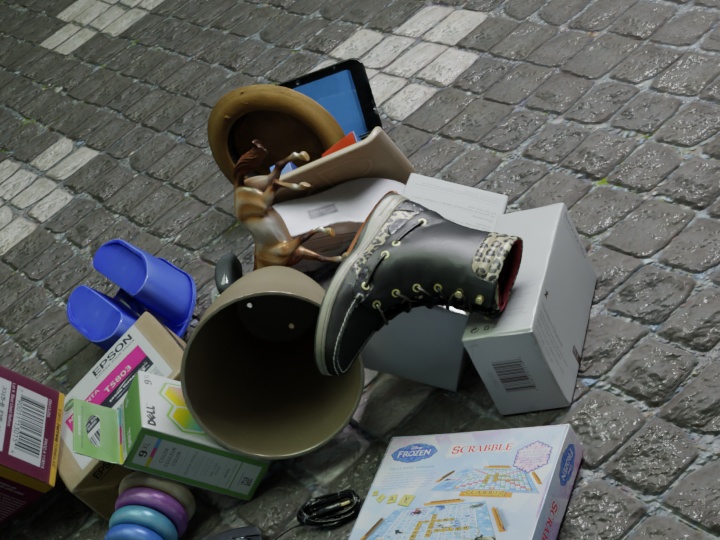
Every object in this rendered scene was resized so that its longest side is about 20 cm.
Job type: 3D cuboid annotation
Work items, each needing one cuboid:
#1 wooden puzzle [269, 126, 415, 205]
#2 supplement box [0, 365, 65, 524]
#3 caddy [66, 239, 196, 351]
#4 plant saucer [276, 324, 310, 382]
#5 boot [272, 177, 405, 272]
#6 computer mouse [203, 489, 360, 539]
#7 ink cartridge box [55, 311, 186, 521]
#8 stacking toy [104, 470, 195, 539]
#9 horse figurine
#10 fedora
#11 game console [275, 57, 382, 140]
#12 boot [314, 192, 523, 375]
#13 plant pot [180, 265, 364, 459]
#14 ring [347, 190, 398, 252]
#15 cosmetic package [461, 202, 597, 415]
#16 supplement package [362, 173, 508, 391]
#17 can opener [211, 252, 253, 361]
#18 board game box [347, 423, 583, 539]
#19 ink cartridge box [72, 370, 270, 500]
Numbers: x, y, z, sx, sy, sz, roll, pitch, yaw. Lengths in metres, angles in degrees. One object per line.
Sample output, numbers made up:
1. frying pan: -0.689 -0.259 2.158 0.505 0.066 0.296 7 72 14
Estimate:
1. wooden puzzle: -0.043 -0.111 1.866 0.200 0.185 0.046 -27 70 9
2. supplement box: -0.440 0.217 1.705 0.200 0.103 0.131 -36 40 33
3. caddy: -0.287 0.047 1.907 0.142 0.105 0.200 -59 35 -2
4. plant saucer: -0.136 0.109 1.752 0.200 0.030 0.200 -23 31 15
5. boot: -0.031 -0.053 1.851 0.199 0.096 0.074 -10 60 -10
6. computer mouse: -0.093 0.264 1.492 0.200 0.034 0.059 -27 30 4
7. ink cartridge box: -0.266 0.164 1.708 0.200 0.075 0.165 -48 34 -5
8. stacking toy: -0.237 0.305 1.516 0.085 0.085 0.200 -11 40 29
9. horse figurine: -0.098 -0.059 1.748 0.132 0.200 0.050 -18 15 27
10. fedora: -0.100 -0.176 1.965 0.200 0.201 0.082 -11 29 29
11. game console: -0.075 -0.174 2.032 0.200 0.117 0.176 -17 33 21
12. boot: 0.055 0.026 1.440 0.153 0.074 0.204 17 65 24
13. plant pot: -0.091 0.074 1.597 0.187 0.188 0.200 -25 19 8
14. ring: 0.000 0.000 1.713 0.201 0.019 0.201 -61 11 20
15. cosmetic package: 0.176 0.037 1.520 0.081 0.113 0.200 -10 38 29
16. supplement package: 0.078 0.010 1.598 0.117 0.118 0.200 15 44 9
17. can opener: -0.156 0.058 1.761 0.053 0.067 0.200 -25 35 9
18. board game box: 0.088 0.233 1.376 0.200 0.041 0.200 -8 38 33
19. ink cartridge box: -0.200 0.168 1.572 0.059 0.200 0.104 -63 22 24
